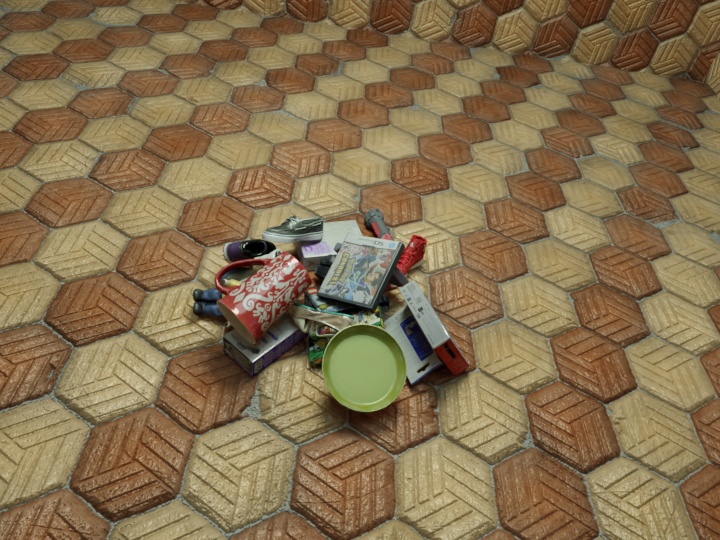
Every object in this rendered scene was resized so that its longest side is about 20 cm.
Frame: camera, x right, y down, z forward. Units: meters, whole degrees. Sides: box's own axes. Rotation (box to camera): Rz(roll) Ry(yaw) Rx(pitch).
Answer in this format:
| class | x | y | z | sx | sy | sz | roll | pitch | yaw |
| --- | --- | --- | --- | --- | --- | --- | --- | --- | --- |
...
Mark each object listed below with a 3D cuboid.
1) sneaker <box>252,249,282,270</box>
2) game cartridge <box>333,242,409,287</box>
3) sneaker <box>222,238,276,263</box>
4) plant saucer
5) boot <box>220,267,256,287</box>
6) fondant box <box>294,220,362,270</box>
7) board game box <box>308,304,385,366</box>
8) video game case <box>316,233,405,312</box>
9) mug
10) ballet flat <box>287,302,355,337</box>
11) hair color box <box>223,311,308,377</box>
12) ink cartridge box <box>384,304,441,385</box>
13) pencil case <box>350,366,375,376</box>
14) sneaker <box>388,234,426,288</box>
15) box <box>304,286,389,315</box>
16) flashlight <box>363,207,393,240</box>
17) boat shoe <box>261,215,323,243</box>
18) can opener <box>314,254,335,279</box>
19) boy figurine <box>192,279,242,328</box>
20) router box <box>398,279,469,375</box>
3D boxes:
| class | x | y | z | sx | sy | sz | roll | pitch | yaw |
| --- | --- | --- | --- | --- | --- | --- | --- | --- | --- |
| sneaker | -0.216 | 0.003 | 1.535 | 0.080 | 0.200 | 0.076 | -10 | 64 | 16 |
| game cartridge | 0.031 | -0.015 | 1.600 | 0.199 | 0.130 | 0.039 | 20 | 77 | 37 |
| sneaker | -0.280 | -0.052 | 1.592 | 0.087 | 0.076 | 0.200 | -13 | -1 | 29 |
| plant saucer | 0.008 | 0.225 | 1.329 | 0.198 | 0.031 | 0.202 | 4 | 69 | -11 |
| boot | -0.300 | 0.008 | 1.579 | 0.097 | 0.075 | 0.200 | 38 | 51 | 23 |
| fondant box | -0.090 | -0.077 | 1.723 | 0.198 | 0.059 | 0.145 | -8 | 46 | -17 |
| board game box | -0.037 | 0.158 | 1.430 | 0.199 | 0.024 | 0.105 | -24 | 39 | 11 |
| video game case | 0.000 | 0.000 | 1.502 | 0.180 | 0.026 | 0.201 | 11 | 64 | 34 |
| mug | -0.233 | 0.042 | 1.359 | 0.200 | 0.178 | 0.133 | -42 | 18 | -21 |
| ballet flat | -0.111 | 0.124 | 1.411 | 0.198 | 0.068 | 0.068 | 12 | 80 | 19 |
| hair color box | -0.232 | 0.162 | 1.439 | 0.109 | 0.065 | 0.200 | 35 | 46 | 23 |
| ink cartridge box | 0.129 | 0.190 | 1.466 | 0.094 | 0.037 | 0.201 | -37 | 48 | 10 |
| pencil case | 0.005 | 0.203 | 1.432 | 0.089 | 0.078 | 0.201 | 9 | 43 | -3 |
| sneaker | 0.126 | -0.040 | 1.684 | 0.078 | 0.116 | 0.200 | 29 | 46 | 19 |
| box | -0.039 | 0.081 | 1.555 | 0.198 | 0.040 | 0.137 | -10 | 30 | -21 |
| flashlight | 0.059 | -0.111 | 1.789 | 0.067 | 0.068 | 0.201 | -6 | 41 | -19 |
| boat shoe | -0.190 | -0.122 | 1.628 | 0.199 | 0.072 | 0.072 | -10 | 26 | -42 |
| can opener | -0.030 | 0.005 | 1.613 | 0.198 | 0.063 | 0.079 | 12 | 79 | 18 |
| boy figurine | -0.323 | 0.085 | 1.468 | 0.198 | 0.064 | 0.126 | 0 | 83 | 8 |
| router box | 0.187 | 0.146 | 1.459 | 0.049 | 0.180 | 0.201 | -33 | 50 | 5 |
